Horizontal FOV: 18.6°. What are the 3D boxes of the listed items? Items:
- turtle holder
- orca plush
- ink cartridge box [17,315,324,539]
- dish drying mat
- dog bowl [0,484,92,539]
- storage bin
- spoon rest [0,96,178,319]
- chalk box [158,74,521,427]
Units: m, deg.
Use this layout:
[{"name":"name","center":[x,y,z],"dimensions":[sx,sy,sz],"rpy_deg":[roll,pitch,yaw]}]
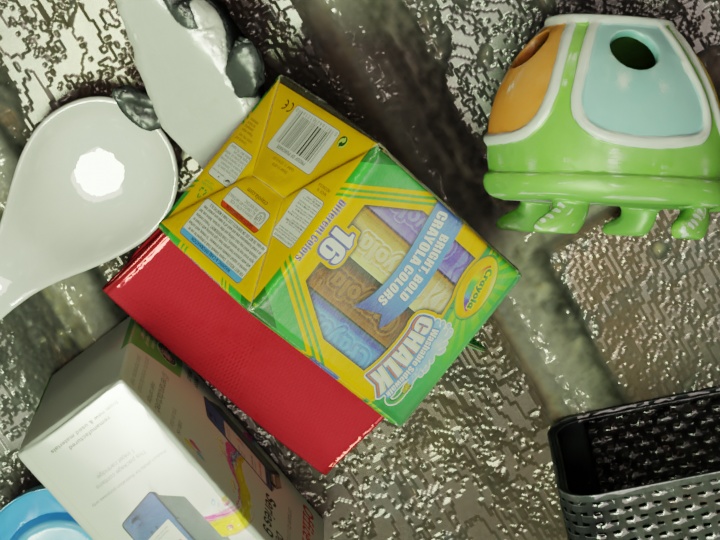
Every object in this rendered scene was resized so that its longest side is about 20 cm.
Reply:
[{"name":"turtle holder","center":[0.168,-0.086,1.334],"dimensions":[0.184,0.141,0.133],"rpy_deg":[2,91,9]},{"name":"orca plush","center":[-0.112,-0.147,1.359],"dimensions":[0.200,0.071,0.105],"rpy_deg":[45,125,-7]},{"name":"ink cartridge box","center":[-0.114,0.141,1.403],"dimensions":[0.087,0.145,0.200],"rpy_deg":[-36,103,10]},{"name":"dish drying mat","center":[-0.069,0.048,1.424],"dimensions":[0.077,0.018,0.200],"rpy_deg":[-43,111,13]},{"name":"dog bowl","center":[-0.217,0.230,1.451],"dimensions":[0.111,0.050,0.201],"rpy_deg":[24,98,-12]},{"name":"storage bin","center":[0.228,0.143,1.405],"dimensions":[0.199,0.135,0.094],"rpy_deg":[-11,107,4]},{"name":"spoon rest","center":[-0.198,-0.024,1.396],"dimensions":[0.099,0.061,0.200],"rpy_deg":[41,104,-12]},{"name":"chalk box","center":[0.000,0.000,1.339],"dimensions":[0.124,0.124,0.200],"rpy_deg":[-50,131,-2]}]
